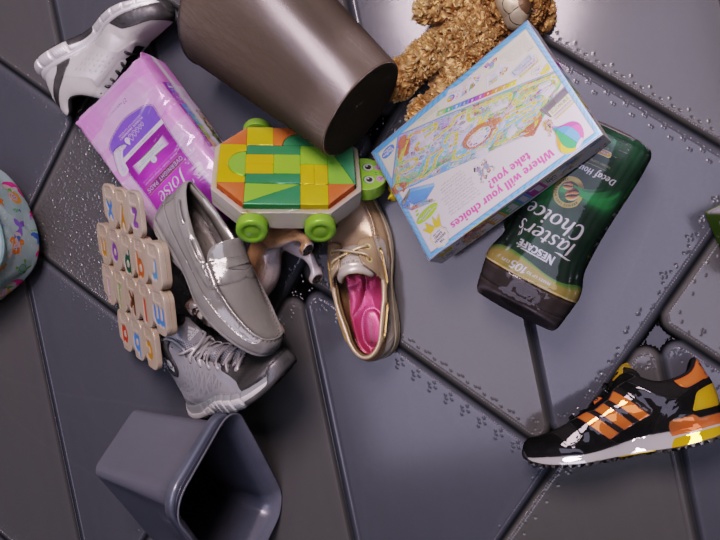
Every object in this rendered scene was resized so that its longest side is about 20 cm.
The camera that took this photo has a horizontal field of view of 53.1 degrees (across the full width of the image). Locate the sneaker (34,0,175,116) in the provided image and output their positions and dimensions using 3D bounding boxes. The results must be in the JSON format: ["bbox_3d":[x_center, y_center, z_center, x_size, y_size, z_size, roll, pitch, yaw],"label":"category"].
[{"bbox_3d":[-0.290,-0.250,0.848,0.198,0.074,0.081,-24,90,24],"label":"sneaker"}]

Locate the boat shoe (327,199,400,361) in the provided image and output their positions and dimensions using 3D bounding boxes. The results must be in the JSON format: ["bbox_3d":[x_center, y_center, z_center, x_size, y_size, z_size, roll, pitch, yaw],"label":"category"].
[{"bbox_3d":[0.000,0.000,0.780,0.073,0.069,0.204,-14,90,15],"label":"boat shoe"}]

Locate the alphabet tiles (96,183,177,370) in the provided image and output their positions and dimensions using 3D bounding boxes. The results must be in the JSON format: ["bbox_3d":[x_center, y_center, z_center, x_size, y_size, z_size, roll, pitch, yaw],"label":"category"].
[{"bbox_3d":[-0.254,0.004,0.811,0.199,0.014,0.199,15,112,51],"label":"alphabet tiles"}]

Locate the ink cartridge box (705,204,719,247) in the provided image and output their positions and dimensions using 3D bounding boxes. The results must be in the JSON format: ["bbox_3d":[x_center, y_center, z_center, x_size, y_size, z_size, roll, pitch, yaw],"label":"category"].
[{"bbox_3d":[0.395,-0.049,0.603,0.146,0.200,0.077,-27,86,14],"label":"ink cartridge box"}]

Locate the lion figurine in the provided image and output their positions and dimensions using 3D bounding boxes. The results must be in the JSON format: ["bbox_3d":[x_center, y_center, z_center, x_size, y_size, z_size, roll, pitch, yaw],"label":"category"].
[{"bbox_3d":[-0.111,-0.003,0.799,0.123,0.072,0.201,47,108,31],"label":"lion figurine"}]

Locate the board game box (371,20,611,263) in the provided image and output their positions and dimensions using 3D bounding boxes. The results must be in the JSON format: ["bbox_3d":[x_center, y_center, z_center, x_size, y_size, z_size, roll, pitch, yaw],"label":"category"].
[{"bbox_3d":[0.118,-0.119,0.697,0.199,0.034,0.136,-36,68,25],"label":"board game box"}]

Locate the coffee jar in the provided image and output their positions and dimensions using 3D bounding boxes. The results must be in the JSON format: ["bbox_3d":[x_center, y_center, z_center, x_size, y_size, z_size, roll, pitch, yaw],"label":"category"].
[{"bbox_3d":[0.197,-0.047,0.716,0.103,0.085,0.203,26,100,13],"label":"coffee jar"}]

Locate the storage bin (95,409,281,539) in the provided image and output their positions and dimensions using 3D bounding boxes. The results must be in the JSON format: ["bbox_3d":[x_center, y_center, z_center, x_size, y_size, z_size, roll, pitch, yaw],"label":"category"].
[{"bbox_3d":[-0.192,0.248,0.785,0.132,0.147,0.202,7,138,24],"label":"storage bin"}]

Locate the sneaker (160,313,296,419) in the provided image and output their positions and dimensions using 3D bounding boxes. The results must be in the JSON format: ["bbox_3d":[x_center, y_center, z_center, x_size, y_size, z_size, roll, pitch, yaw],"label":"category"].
[{"bbox_3d":[-0.161,0.093,0.783,0.199,0.075,0.116,-27,100,43],"label":"sneaker"}]

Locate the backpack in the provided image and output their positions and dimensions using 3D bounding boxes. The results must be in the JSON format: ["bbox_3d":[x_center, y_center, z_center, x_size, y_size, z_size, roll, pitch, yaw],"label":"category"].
[{"bbox_3d":[-0.505,-0.034,0.881,0.198,0.150,0.179,-29,85,10],"label":"backpack"}]

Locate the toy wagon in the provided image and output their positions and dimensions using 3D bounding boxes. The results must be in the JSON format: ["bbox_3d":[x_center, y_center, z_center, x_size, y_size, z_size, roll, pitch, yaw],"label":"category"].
[{"bbox_3d":[-0.054,-0.100,0.756,0.196,0.040,0.157,0,51,-5],"label":"toy wagon"}]

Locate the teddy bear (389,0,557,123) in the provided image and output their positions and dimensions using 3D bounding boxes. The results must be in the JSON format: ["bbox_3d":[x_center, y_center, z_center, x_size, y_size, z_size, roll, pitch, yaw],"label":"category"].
[{"bbox_3d":[0.108,-0.227,0.739,0.197,0.067,0.147,-21,90,16],"label":"teddy bear"}]

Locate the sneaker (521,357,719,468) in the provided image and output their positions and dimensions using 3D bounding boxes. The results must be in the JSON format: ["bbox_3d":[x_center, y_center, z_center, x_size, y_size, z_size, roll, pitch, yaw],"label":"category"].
[{"bbox_3d":[0.256,0.143,0.728,0.197,0.070,0.092,-14,75,15],"label":"sneaker"}]

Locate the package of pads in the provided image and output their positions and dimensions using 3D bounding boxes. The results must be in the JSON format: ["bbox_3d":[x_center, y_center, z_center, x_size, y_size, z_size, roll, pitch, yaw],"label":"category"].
[{"bbox_3d":[-0.224,-0.132,0.830,0.120,0.076,0.201,-39,83,16],"label":"package of pads"}]

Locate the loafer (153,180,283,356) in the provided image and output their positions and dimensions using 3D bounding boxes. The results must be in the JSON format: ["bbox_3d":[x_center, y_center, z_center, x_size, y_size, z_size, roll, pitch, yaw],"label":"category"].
[{"bbox_3d":[-0.141,-0.003,0.731,0.201,0.070,0.070,50,123,14],"label":"loafer"}]

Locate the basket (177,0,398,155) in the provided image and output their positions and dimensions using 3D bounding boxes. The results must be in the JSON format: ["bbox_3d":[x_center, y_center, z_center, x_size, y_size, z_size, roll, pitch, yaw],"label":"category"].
[{"bbox_3d":[-0.070,-0.223,0.735,0.200,0.136,0.181,43,144,12],"label":"basket"}]
